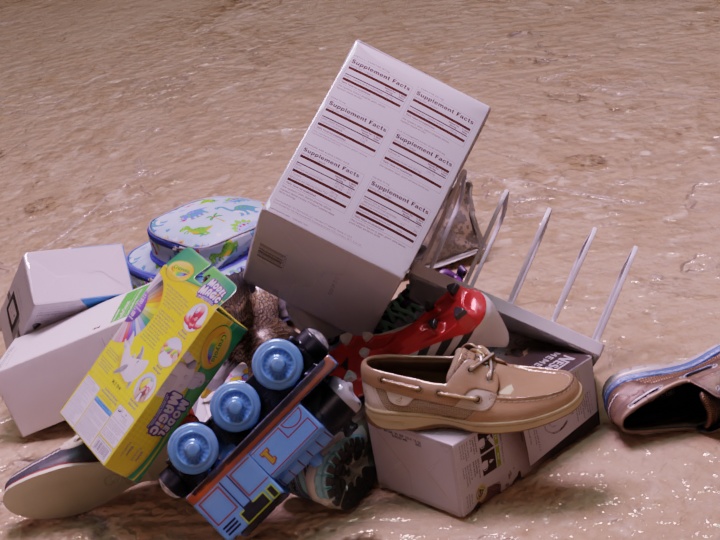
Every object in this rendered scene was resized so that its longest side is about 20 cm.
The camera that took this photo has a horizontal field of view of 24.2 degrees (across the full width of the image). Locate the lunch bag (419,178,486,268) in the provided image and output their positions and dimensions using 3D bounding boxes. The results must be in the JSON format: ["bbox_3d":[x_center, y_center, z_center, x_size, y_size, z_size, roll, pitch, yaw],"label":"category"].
[{"bbox_3d":[0.030,-0.065,2.074,0.200,0.118,0.164,-19,24,-7],"label":"lunch bag"}]

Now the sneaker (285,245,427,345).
[{"bbox_3d":[0.000,0.000,1.730,0.115,0.075,0.200,-45,-1,29],"label":"sneaker"}]

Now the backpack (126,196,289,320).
[{"bbox_3d":[-0.173,-0.005,1.965,0.200,0.147,0.183,9,26,43],"label":"backpack"}]

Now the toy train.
[{"bbox_3d":[-0.087,0.147,1.512,0.200,0.114,0.087,-45,-1,-3],"label":"toy train"}]

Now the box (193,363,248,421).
[{"bbox_3d":[-0.125,0.146,1.723,0.200,0.041,0.156,-7,23,4],"label":"box"}]

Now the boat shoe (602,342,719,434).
[{"bbox_3d":[0.332,0.119,1.584,0.200,0.072,0.072,-17,26,8],"label":"boat shoe"}]

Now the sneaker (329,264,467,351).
[{"bbox_3d":[0.037,0.047,1.789,0.074,0.088,0.200,33,34,27],"label":"sneaker"}]

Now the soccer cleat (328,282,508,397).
[{"bbox_3d":[0.046,0.082,1.577,0.200,0.085,0.069,-30,41,21],"label":"soccer cleat"}]

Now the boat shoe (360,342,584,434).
[{"bbox_3d":[0.098,0.102,1.498,0.200,0.065,0.071,-4,24,11],"label":"boat shoe"}]

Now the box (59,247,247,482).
[{"bbox_3d":[-0.185,0.082,1.544,0.200,0.048,0.117,-56,39,2],"label":"box"}]

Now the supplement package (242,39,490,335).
[{"bbox_3d":[0.002,-0.073,1.609,0.147,0.191,0.200,27,67,0],"label":"supplement package"}]

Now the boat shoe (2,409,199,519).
[{"bbox_3d":[-0.249,0.179,1.616,0.200,0.071,0.063,-21,46,-4],"label":"boat shoe"}]

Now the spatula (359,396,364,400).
[{"bbox_3d":[0.062,0.110,1.732,0.021,0.057,0.200,44,41,21],"label":"spatula"}]

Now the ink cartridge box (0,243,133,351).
[{"bbox_3d":[-0.339,0.048,1.904,0.116,0.067,0.200,-7,-24,-25],"label":"ink cartridge box"}]

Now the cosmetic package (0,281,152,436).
[{"bbox_3d":[-0.280,0.091,1.792,0.200,0.085,0.108,-21,17,11],"label":"cosmetic package"}]

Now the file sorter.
[{"bbox_3d":[0.164,0.002,1.678,0.200,0.125,0.139,24,-9,7],"label":"file sorter"}]

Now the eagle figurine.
[{"bbox_3d":[-0.116,0.072,1.690,0.152,0.151,0.200,0,9,-17],"label":"eagle figurine"}]

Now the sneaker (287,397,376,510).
[{"bbox_3d":[-0.009,0.153,1.615,0.086,0.078,0.200,3,25,35],"label":"sneaker"}]

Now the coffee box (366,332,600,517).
[{"bbox_3d":[0.119,0.141,1.584,0.200,0.080,0.113,-27,28,-36],"label":"coffee box"}]
